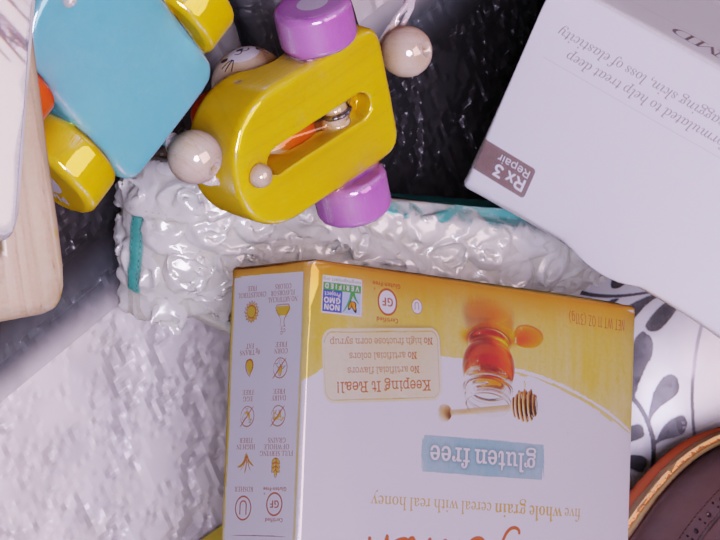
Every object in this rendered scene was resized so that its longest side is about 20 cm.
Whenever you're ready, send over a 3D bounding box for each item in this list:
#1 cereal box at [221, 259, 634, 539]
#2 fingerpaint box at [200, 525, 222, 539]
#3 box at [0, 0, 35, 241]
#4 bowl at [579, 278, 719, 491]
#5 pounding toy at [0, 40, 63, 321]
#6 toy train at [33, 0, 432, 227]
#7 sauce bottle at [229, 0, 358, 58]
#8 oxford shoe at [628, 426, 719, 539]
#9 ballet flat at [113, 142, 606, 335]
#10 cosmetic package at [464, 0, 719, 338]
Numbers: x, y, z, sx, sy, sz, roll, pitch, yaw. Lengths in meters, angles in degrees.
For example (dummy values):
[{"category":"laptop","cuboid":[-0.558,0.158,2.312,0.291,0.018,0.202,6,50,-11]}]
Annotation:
[{"category":"cereal box","cuboid":[0.021,0.103,0.783,0.144,0.039,0.201,7,82,-44]},{"category":"fingerpaint box","cuboid":[0.002,0.155,0.843,0.200,0.073,0.167,-31,112,-42]},{"category":"box","cuboid":[-0.168,-0.047,0.503,0.199,0.082,0.069,6,87,-33]},{"category":"bowl","cuboid":[0.139,0.045,0.973,0.200,0.094,0.202,-3,94,-47]},{"category":"pounding toy","cuboid":[-0.170,-0.081,0.632,0.184,0.142,0.201,-10,96,-32]},{"category":"toy train","cuboid":[-0.036,-0.088,0.737,0.200,0.056,0.151,-3,106,-45]},{"category":"sauce bottle","cuboid":[-0.041,-0.140,0.798,0.065,0.065,0.201,-33,115,-41]},{"category":"oxford shoe","cuboid":[0.151,0.084,0.876,0.200,0.072,0.071,-33,117,-22]},{"category":"ballet flat","cuboid":[0.000,0.000,0.849,0.199,0.072,0.072,8,85,-39]},{"category":"cosmetic package","cuboid":[0.131,-0.052,0.892,0.200,0.113,0.081,-28,145,-62]}]
